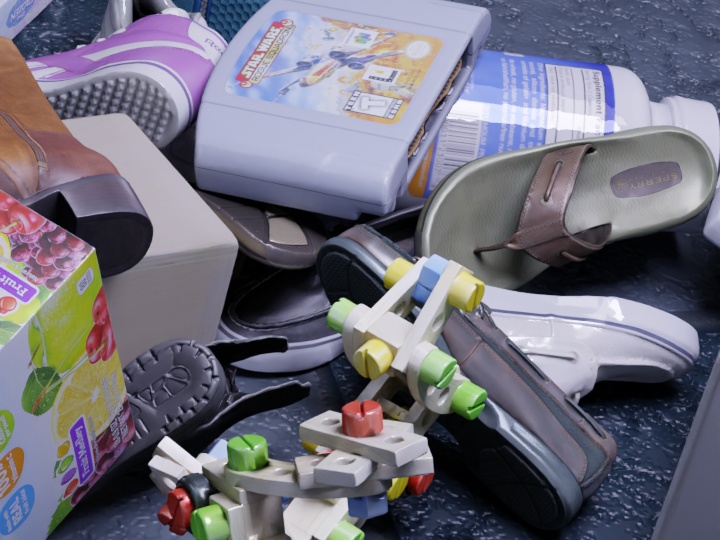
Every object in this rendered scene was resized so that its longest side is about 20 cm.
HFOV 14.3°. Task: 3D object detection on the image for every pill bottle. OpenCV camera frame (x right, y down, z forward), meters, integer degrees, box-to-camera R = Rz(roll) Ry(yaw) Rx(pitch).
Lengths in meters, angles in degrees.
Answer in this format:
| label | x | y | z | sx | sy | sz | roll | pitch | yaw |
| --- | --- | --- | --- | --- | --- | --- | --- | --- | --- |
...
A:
| label | x | y | z | sx | sy | sz | roll | pitch | yaw |
| --- | --- | --- | --- | --- | --- | --- | --- | --- | --- |
| pill bottle | 0.113 | -0.075 | 1.762 | 0.200 | 0.112 | 0.112 | 6 | 36 | -9 |

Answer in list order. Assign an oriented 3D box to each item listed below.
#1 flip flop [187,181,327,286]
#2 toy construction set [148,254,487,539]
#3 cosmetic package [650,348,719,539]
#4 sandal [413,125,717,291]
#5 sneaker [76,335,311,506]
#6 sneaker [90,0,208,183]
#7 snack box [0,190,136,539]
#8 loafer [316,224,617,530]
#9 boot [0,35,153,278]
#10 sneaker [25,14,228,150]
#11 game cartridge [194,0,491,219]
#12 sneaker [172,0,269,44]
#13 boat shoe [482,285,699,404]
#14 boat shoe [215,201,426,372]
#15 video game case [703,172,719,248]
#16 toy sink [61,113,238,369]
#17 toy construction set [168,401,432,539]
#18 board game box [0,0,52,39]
| label | x | y | z | sx | sy | sz | roll | pitch | yaw |
| --- | --- | --- | --- | --- | --- | --- | --- | --- | --- |
| flip flop | -0.093 | -0.019 | 1.649 | 0.081 | 0.058 | 0.200 | 7 | 4 | -42 |
| toy construction set | -0.013 | 0.086 | 1.473 | 0.200 | 0.131 | 0.092 | -37 | 61 | -16 |
| cosmetic package | 0.281 | 0.094 | 1.539 | 0.200 | 0.167 | 0.167 | 20 | 36 | 9 |
| sandal | 0.121 | -0.040 | 1.669 | 0.201 | 0.080 | 0.057 | -21 | 8 | -17 |
| sneaker | -0.125 | 0.087 | 1.514 | 0.200 | 0.104 | 0.060 | -28 | 77 | 0 |
| sneaker | -0.109 | -0.109 | 1.771 | 0.075 | 0.081 | 0.200 | -13 | 44 | -33 |
| snack box | -0.198 | 0.090 | 1.352 | 0.068 | 0.169 | 0.200 | 30 | 63 | 23 |
| loafer | 0.058 | 0.050 | 1.566 | 0.200 | 0.072 | 0.063 | 50 | 58 | 0 |
| boot | -0.226 | -0.072 | 1.500 | 0.188 | 0.069 | 0.200 | -9 | 40 | -32 |
| sneaker | -0.169 | -0.106 | 1.718 | 0.200 | 0.073 | 0.114 | -2 | 29 | 25 |
| game cartridge | -0.016 | -0.104 | 1.656 | 0.133 | 0.042 | 0.200 | 15 | 39 | 12 |
| sneaker | -0.066 | -0.204 | 1.914 | 0.200 | 0.080 | 0.131 | 37 | 43 | 15 |
| boat shoe | 0.099 | 0.052 | 1.635 | 0.200 | 0.071 | 0.070 | 9 | 66 | -19 |
| boat shoe | 0.000 | 0.000 | 1.665 | 0.200 | 0.066 | 0.070 | -15 | 44 | -31 |
| video game case | 0.308 | -0.020 | 1.764 | 0.200 | 0.022 | 0.182 | 34 | 36 | -7 |
| toy sink | -0.191 | 0.005 | 1.566 | 0.200 | 0.112 | 0.130 | -11 | 42 | -35 |
| toy construction set | -0.030 | 0.153 | 1.357 | 0.092 | 0.200 | 0.131 | 1 | 13 | -30 |
| board game box | -0.315 | -0.190 | 1.849 | 0.199 | 0.041 | 0.200 | 21 | 37 | 11 |
